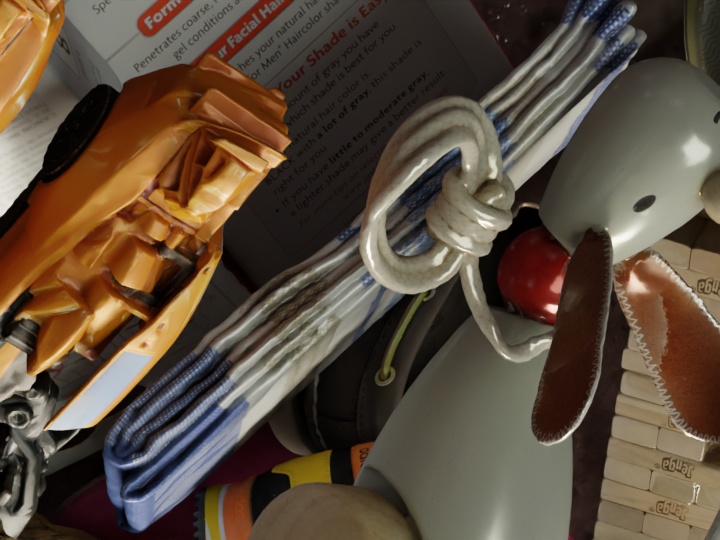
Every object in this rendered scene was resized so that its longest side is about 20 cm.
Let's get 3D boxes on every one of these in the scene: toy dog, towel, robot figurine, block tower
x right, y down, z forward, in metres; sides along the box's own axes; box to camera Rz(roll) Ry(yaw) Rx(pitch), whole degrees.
[{"bbox_3d":[0.054,0.049,0.800,0.132,0.096,0.200,-15,134,-45],"label":"toy dog"},{"bbox_3d":[0.000,0.000,0.858,0.200,0.024,0.147,-43,175,-9],"label":"towel"},{"bbox_3d":[-0.119,0.005,0.763,0.145,0.058,0.200,34,112,-21],"label":"robot figurine"},{"bbox_3d":[0.123,0.052,1.062,0.054,0.058,0.200,-53,154,-50],"label":"block tower"}]

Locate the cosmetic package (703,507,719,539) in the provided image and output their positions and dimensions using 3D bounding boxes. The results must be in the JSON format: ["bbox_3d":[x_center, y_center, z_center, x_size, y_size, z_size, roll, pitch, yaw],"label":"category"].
[{"bbox_3d":[0.208,0.021,0.866,0.200,0.123,0.199,-65,164,18],"label":"cosmetic package"}]

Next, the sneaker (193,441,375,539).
[{"bbox_3d":[0.029,0.120,0.944,0.090,0.070,0.200,-23,137,19],"label":"sneaker"}]

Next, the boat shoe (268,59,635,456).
[{"bbox_3d":[0.053,-0.003,0.981,0.200,0.059,0.072,-41,124,-31],"label":"boat shoe"}]

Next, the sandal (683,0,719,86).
[{"bbox_3d":[0.151,-0.050,0.958,0.080,0.057,0.201,-39,134,-3],"label":"sandal"}]

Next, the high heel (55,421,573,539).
[{"bbox_3d":[-0.008,0.103,0.995,0.200,0.096,0.067,1,150,-43],"label":"high heel"}]

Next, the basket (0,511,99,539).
[{"bbox_3d":[-0.133,0.143,0.930,0.200,0.149,0.143,34,75,-40],"label":"basket"}]

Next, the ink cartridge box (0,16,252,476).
[{"bbox_3d":[-0.127,0.002,0.868,0.160,0.047,0.200,-27,149,8],"label":"ink cartridge box"}]

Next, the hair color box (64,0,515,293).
[{"bbox_3d":[-0.038,-0.085,0.896,0.111,0.064,0.200,-42,133,-6],"label":"hair color box"}]
